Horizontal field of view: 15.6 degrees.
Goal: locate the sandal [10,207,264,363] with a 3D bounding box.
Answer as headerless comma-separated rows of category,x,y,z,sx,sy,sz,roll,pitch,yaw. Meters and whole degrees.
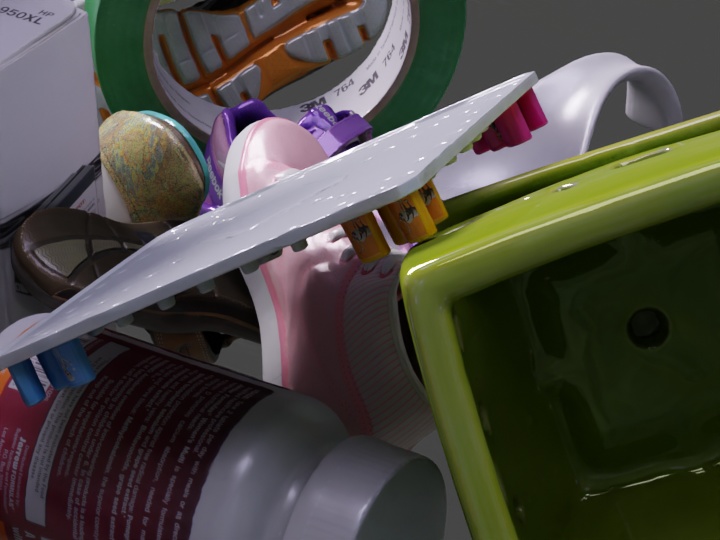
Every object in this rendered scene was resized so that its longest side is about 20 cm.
sandal,-0.092,0.018,1.245,0.200,0.055,0.082,7,35,-50

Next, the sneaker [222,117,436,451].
sneaker,0.000,0.000,1.215,0.075,0.105,0.201,21,48,-41

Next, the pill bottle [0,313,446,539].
pill bottle,-0.071,0.095,1.125,0.200,0.110,0.110,17,37,26

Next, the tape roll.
tape roll,-0.045,-0.136,1.395,0.200,0.201,0.048,-7,33,-9

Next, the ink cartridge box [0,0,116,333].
ink cartridge box,-0.202,-0.039,1.253,0.144,0.200,0.084,18,38,27

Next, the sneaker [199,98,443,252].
sneaker,-0.005,-0.036,1.328,0.200,0.089,0.080,16,22,28

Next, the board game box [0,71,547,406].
board game box,-0.032,-0.015,1.093,0.200,0.026,0.200,-23,8,23

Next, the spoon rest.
spoon rest,0.098,-0.069,1.416,0.099,0.061,0.200,26,41,36

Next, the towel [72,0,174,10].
towel,-0.126,-0.178,1.524,0.171,0.048,0.200,-27,13,-41

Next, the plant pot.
plant pot,0.129,0.042,1.036,0.198,0.200,0.182,-18,13,2

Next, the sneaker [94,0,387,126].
sneaker,-0.082,-0.122,1.506,0.200,0.078,0.077,-22,9,-19

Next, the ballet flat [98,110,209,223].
ballet flat,-0.133,-0.041,1.331,0.071,0.071,0.200,-15,8,-20
